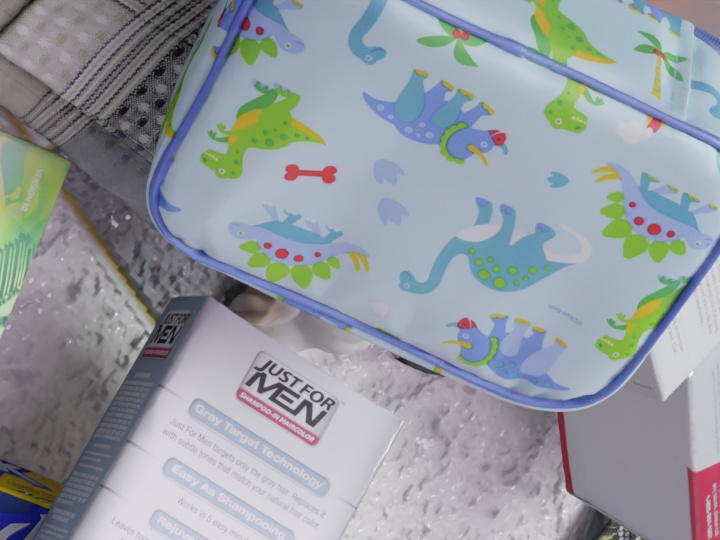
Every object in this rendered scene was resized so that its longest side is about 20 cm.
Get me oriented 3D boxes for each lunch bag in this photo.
[{"bbox_3d":[0.031,-0.043,0.931,0.199,0.083,0.161,24,129,-8],"label":"lunch bag"}]

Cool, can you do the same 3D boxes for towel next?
[{"bbox_3d":[-0.027,-0.083,0.983,0.199,0.035,0.192,-33,135,23],"label":"towel"}]

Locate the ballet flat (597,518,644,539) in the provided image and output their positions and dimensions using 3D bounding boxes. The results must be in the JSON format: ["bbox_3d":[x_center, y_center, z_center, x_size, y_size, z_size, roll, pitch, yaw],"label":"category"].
[{"bbox_3d":[0.160,0.129,1.291,0.072,0.072,0.202,16,101,-36],"label":"ballet flat"}]

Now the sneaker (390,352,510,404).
[{"bbox_3d":[0.063,-0.038,1.165,0.095,0.079,0.201,9,104,-23],"label":"sneaker"}]

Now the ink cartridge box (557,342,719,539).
[{"bbox_3d":[0.178,0.013,1.196,0.200,0.085,0.148,-46,146,-28],"label":"ink cartridge box"}]

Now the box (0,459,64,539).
[{"bbox_3d":[-0.156,0.115,1.083,0.199,0.070,0.065,25,91,-37],"label":"box"}]

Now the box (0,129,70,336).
[{"bbox_3d":[-0.217,-0.010,0.943,0.199,0.036,0.145,22,90,-37],"label":"box"}]

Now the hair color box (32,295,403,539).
[{"bbox_3d":[-0.078,0.121,1.041,0.099,0.061,0.201,33,79,-16],"label":"hair color box"}]

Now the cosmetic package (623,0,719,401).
[{"bbox_3d":[0.148,-0.054,1.084,0.200,0.085,0.108,-43,132,-27],"label":"cosmetic package"}]

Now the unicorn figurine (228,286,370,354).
[{"bbox_3d":[0.000,0.000,1.118,0.136,0.074,0.202,8,99,8],"label":"unicorn figurine"}]
